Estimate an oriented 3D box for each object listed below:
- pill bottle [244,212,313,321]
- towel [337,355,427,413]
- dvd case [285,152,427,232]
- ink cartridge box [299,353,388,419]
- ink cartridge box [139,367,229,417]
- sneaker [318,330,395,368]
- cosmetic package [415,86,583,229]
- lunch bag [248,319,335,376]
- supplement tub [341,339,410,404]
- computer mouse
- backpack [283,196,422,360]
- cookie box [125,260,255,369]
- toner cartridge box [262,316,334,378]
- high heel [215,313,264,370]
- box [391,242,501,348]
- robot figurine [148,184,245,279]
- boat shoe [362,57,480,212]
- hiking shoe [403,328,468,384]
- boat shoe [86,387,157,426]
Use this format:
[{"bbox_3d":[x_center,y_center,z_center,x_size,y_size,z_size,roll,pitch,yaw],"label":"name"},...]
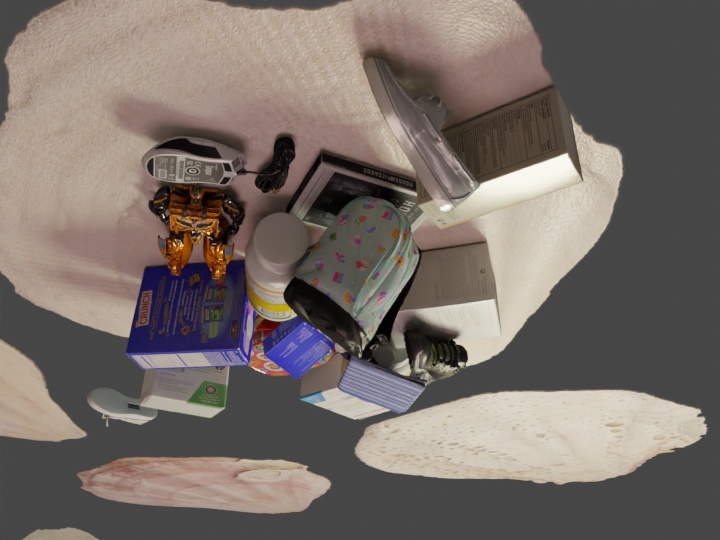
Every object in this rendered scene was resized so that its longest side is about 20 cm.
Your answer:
[{"bbox_3d":[-0.127,-0.006,1.062,0.110,0.115,0.201,4,156,-6],"label":"pill bottle"},{"bbox_3d":[0.035,0.208,1.229,0.142,0.024,0.201,20,154,-1],"label":"towel"},{"bbox_3d":[0.004,-0.099,1.005,0.196,0.025,0.150,14,148,-21],"label":"dvd case"},{"bbox_3d":[-0.025,0.277,1.590,0.143,0.086,0.199,-23,141,35],"label":"ink cartridge box"},{"bbox_3d":[-0.326,0.162,1.283,0.143,0.204,0.087,15,151,-26],"label":"ink cartridge box"},{"bbox_3d":[0.002,0.110,1.143,0.199,0.080,0.129,46,164,-19],"label":"sneaker"},{"bbox_3d":[0.171,-0.138,0.856,0.197,0.106,0.073,-16,148,28],"label":"cosmetic package"},{"bbox_3d":[-0.165,0.142,1.363,0.197,0.084,0.175,-21,143,33],"label":"lunch bag"},{"bbox_3d":[0.038,0.168,1.341,0.142,0.148,0.201,3,150,-5],"label":"supplement tub"},{"bbox_3d":[-0.191,-0.150,0.905,0.195,0.045,0.110,4,155,-18],"label":"computer mouse"},{"bbox_3d":[0.000,0.000,0.957,0.165,0.201,0.127,32,166,26],"label":"backpack"},{"bbox_3d":[-0.285,0.077,1.165,0.195,0.174,0.076,-3,148,7],"label":"cookie box"},{"bbox_3d":[-0.079,0.107,1.245,0.199,0.043,0.095,-40,127,13],"label":"toner cartridge box"},{"bbox_3d":[-0.193,0.103,1.234,0.197,0.145,0.071,-16,146,27],"label":"high heel"},{"bbox_3d":[0.137,0.048,1.171,0.195,0.108,0.153,-7,150,13],"label":"box"},{"bbox_3d":[-0.252,-0.059,1.041,0.141,0.059,0.201,5,150,-9],"label":"robot figurine"},{"bbox_3d":[0.075,-0.168,0.790,0.071,0.070,0.203,-31,104,9],"label":"boat shoe"},{"bbox_3d":[0.133,0.141,1.166,0.099,0.077,0.200,-15,158,8],"label":"hiking shoe"},{"bbox_3d":[-0.635,0.364,1.755,0.086,0.076,0.201,-36,143,22],"label":"boat shoe"}]
